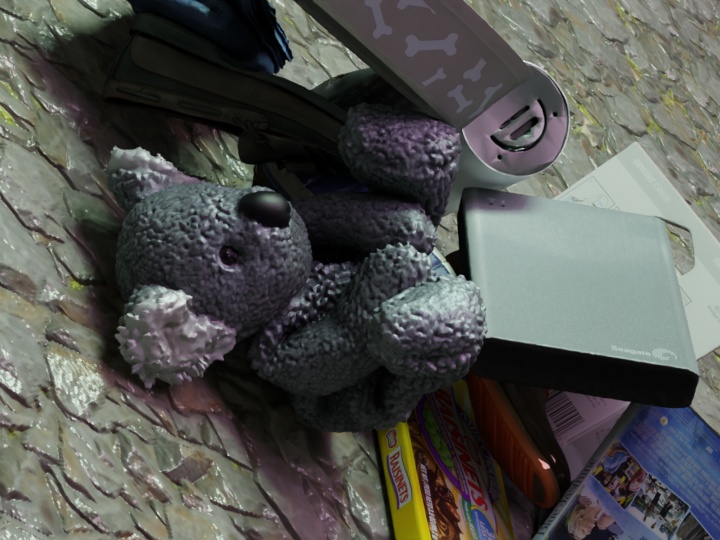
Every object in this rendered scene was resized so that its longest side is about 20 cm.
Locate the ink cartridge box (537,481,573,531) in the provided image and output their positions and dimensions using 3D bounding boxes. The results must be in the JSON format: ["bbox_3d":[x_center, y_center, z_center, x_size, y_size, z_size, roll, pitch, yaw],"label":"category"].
[{"bbox_3d":[0.167,0.144,1.790,0.039,0.099,0.200,49,22,-14],"label":"ink cartridge box"}]

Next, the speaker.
[{"bbox_3d":[0.069,-0.085,1.839,0.081,0.081,0.200,46,-19,-8],"label":"speaker"}]

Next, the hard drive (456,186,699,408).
[{"bbox_3d":[0.134,0.016,1.705,0.139,0.033,0.200,9,29,-6],"label":"hard drive"}]

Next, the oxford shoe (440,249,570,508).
[{"bbox_3d":[0.101,0.061,1.740,0.071,0.072,0.201,90,-20,-56],"label":"oxford shoe"}]

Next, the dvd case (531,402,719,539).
[{"bbox_3d":[0.173,0.187,1.666,0.143,0.200,0.018,44,-19,-18],"label":"dvd case"}]

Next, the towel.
[{"bbox_3d":[-0.104,-0.174,1.735,0.111,0.049,0.200,27,-3,7],"label":"towel"}]

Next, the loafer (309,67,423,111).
[{"bbox_3d":[0.002,-0.100,1.794,0.073,0.072,0.200,54,-15,-15],"label":"loafer"}]

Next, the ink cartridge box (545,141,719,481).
[{"bbox_3d":[0.163,0.026,1.820,0.200,0.176,0.045,57,-3,45],"label":"ink cartridge box"}]

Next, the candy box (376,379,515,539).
[{"bbox_3d":[0.053,0.130,1.706,0.102,0.026,0.201,38,26,-33],"label":"candy box"}]

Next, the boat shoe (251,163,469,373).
[{"bbox_3d":[0.000,0.000,1.730,0.072,0.072,0.200,-19,67,-40],"label":"boat shoe"}]

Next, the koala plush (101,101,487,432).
[{"bbox_3d":[-0.057,0.006,1.575,0.199,0.184,0.178,9,54,-26],"label":"koala plush"}]

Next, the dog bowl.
[{"bbox_3d":[0.010,-0.161,1.624,0.200,0.059,0.200,41,0,0],"label":"dog bowl"}]

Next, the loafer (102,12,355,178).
[{"bbox_3d":[-0.071,-0.092,1.687,0.199,0.063,0.072,28,-12,21],"label":"loafer"}]
